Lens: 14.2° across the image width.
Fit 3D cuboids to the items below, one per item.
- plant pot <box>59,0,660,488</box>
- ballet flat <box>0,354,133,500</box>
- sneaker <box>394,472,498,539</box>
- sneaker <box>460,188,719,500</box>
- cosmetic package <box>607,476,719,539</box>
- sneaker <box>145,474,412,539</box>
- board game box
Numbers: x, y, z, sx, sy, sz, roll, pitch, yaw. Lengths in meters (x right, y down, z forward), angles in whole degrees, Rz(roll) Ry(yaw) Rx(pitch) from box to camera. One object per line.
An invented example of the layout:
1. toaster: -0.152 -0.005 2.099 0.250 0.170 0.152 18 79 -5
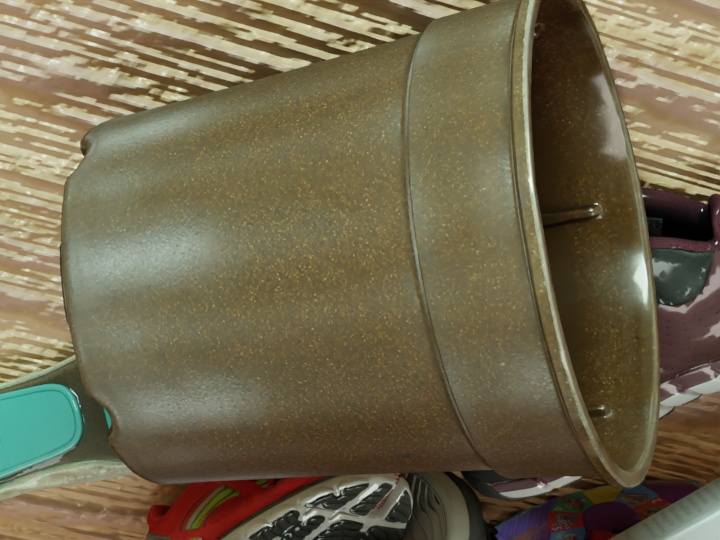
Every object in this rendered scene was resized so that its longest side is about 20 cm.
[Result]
1. plant pot: 0.000 0.000 1.140 0.198 0.200 0.200 -10 144 17
2. ballet flat: -0.115 0.065 1.323 0.200 0.068 0.062 -10 172 11
3. sneaker: 0.038 0.131 1.398 0.106 0.075 0.200 3 167 -22
4. sneaker: 0.101 0.020 1.287 0.200 0.076 0.116 -31 125 25
5. cosmetic package: 0.171 0.163 1.395 0.200 0.102 0.074 -28 -176 -1
6. sneaker: -0.050 0.112 1.358 0.077 0.085 0.200 15 151 -33
7. board game box: 0.147 0.178 1.519 0.158 0.039 0.200 -28 139 27
